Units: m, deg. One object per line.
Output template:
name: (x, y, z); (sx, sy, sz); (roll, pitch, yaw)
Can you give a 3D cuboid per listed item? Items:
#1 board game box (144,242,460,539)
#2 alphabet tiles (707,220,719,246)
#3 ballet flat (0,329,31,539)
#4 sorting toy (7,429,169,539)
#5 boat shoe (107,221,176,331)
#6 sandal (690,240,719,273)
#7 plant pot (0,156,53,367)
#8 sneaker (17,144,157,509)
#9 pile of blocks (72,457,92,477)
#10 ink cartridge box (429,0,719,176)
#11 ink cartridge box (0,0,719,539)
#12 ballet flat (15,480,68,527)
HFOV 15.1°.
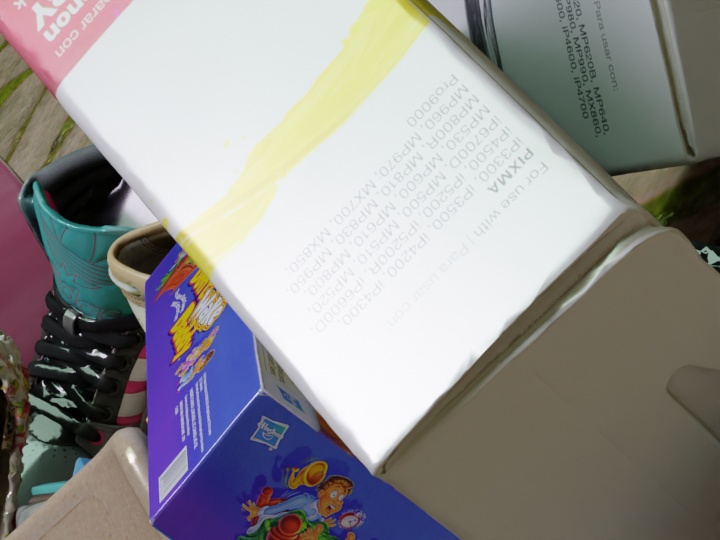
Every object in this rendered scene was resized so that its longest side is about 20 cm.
board game box: (0.005, 0.056, 0.755); (0.045, 0.134, 0.200); (-50, 15, 9)
alphabet tiles: (0.093, 0.057, 0.792); (0.200, 0.006, 0.166); (-59, 21, -19)
ballet flat: (-0.172, 0.116, 1.088); (0.064, 0.075, 0.201); (-159, 74, -70)
sorting toy: (-0.075, 0.173, 0.758); (0.200, 0.185, 0.036); (-44, -24, 27)
boat shoe: (0.000, 0.000, 0.955); (0.200, 0.063, 0.073); (-14, 41, 30)
sandal: (0.085, 0.028, 0.734); (0.200, 0.048, 0.075); (31, 81, 44)
plant pot: (-0.209, 0.041, 1.254); (0.179, 0.200, 0.200); (-38, 18, -8)
sneaker: (-0.114, 0.022, 1.141); (0.083, 0.121, 0.200); (20, 65, 24)
pile of blocks: (-0.042, 0.063, 0.883); (0.200, 0.082, 0.062); (-27, 10, -9)
ink cartridge box: (0.094, -0.078, 0.812); (0.144, 0.084, 0.200); (-15, 3, -26)
ink cartridge box: (0.014, -0.012, 0.670); (0.083, 0.145, 0.200); (-46, 50, 4)
ballet flat: (-0.068, 0.098, 1.017); (0.200, 0.067, 0.064); (-23, 72, 55)
